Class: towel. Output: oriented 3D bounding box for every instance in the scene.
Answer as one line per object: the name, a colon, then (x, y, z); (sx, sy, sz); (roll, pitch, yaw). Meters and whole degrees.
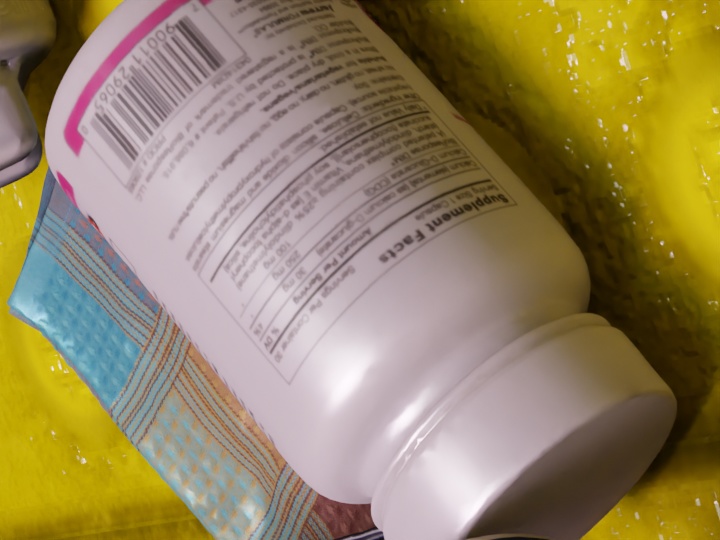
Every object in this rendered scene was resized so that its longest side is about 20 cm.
towel: (-0.055, 0.027, 1.077); (0.200, 0.022, 0.147); (47, 138, 25)

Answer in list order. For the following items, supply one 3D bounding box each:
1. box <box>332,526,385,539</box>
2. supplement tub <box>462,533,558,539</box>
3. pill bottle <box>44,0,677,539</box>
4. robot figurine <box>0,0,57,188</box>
box: (-0.028, 0.212, 0.987); (0.201, 0.123, 0.197); (69, 156, 10)
supplement tub: (0.084, 0.152, 0.780); (0.200, 0.144, 0.146); (5, 111, 56)
pill bottle: (0.000, 0.000, 0.924); (0.200, 0.113, 0.114); (49, 138, 22)
robot figurine: (-0.186, -0.118, 1.089); (0.201, 0.112, 0.170); (65, 171, 3)
